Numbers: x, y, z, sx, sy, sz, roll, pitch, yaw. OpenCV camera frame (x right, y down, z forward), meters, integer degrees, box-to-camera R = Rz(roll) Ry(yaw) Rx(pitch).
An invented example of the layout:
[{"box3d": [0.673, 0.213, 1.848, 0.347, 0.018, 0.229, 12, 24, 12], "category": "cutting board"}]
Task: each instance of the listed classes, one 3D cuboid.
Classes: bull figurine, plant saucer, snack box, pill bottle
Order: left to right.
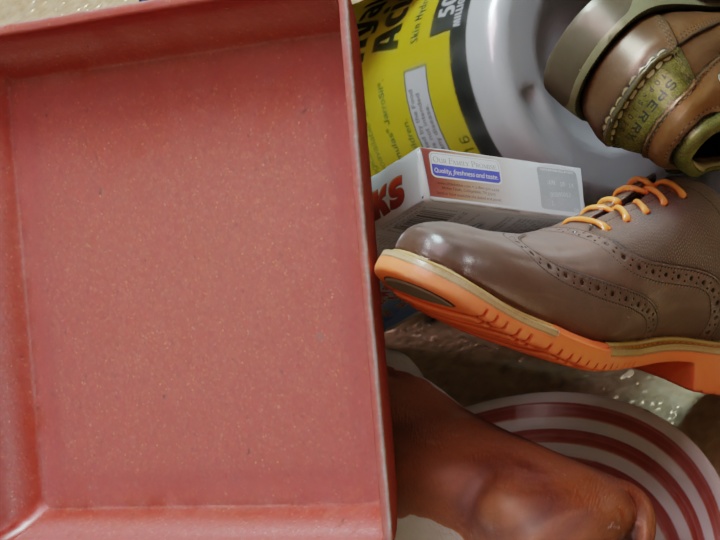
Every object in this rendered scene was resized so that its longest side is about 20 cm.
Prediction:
[{"box3d": [-0.067, 0.005, 0.985, 0.199, 0.037, 0.200, -5, 90, 37], "category": "plant saucer"}, {"box3d": [0.000, 0.000, 1.050, 0.200, 0.072, 0.024, -31, 60, 53], "category": "snack box"}, {"box3d": [0.014, 0.088, 0.992, 0.200, 0.065, 0.121, 20, 67, 47], "category": "bull figurine"}, {"box3d": [0.024, -0.059, 1.109, 0.200, 0.111, 0.111, -17, 39, 46], "category": "pill bottle"}]

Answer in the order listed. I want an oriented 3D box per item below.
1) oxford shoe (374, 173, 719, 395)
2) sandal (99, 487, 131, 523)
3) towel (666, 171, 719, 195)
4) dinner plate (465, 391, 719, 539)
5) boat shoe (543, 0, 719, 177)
[{"box3d": [0.084, -0.003, 0.962, 0.071, 0.200, 0.073, 20, 96, 43], "category": "oxford shoe"}, {"box3d": [-0.092, 0.127, 1.065, 0.201, 0.057, 0.080, -59, 12, -8], "category": "sandal"}, {"box3d": [0.171, -0.068, 1.111, 0.147, 0.024, 0.200, 18, 63, 41], "category": "towel"}, {"box3d": [0.046, 0.129, 0.995, 0.200, 0.024, 0.200, -18, 41, 17], "category": "dinner plate"}, {"box3d": [0.147, -0.066, 1.009, 0.068, 0.072, 0.200, 43, 35, 24], "category": "boat shoe"}]
